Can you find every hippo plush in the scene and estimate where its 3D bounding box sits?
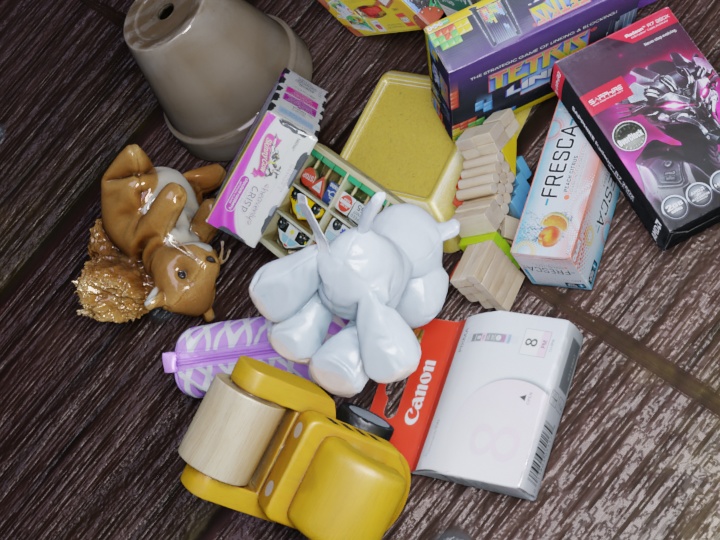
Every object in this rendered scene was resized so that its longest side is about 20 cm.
[{"bbox_3d":[0.000,0.000,1.098,0.159,0.201,0.161,1,22,28],"label":"hippo plush"}]

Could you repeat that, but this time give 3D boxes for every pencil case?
[{"bbox_3d":[-0.097,0.086,1.212,0.199,0.085,0.084,-11,90,29],"label":"pencil case"}]

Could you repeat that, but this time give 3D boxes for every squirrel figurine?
[{"bbox_3d":[-0.230,-0.013,1.347,0.200,0.141,0.187,-40,58,24],"label":"squirrel figurine"}]

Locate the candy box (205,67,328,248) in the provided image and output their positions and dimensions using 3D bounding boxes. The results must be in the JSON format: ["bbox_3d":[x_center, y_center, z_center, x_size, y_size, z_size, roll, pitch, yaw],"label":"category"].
[{"bbox_3d":[-0.096,-0.125,1.265,0.137,0.061,0.200,-58,11,19],"label":"candy box"}]

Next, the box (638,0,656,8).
[{"bbox_3d":[0.295,-0.344,1.258,0.199,0.039,0.137,-22,52,20],"label":"box"}]

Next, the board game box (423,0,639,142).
[{"bbox_3d":[0.165,-0.216,1.147,0.199,0.165,0.057,-25,74,-1],"label":"board game box"}]

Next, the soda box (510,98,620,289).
[{"bbox_3d":[0.208,-0.086,1.136,0.063,0.068,0.201,7,66,33],"label":"soda box"}]

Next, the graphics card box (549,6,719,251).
[{"bbox_3d":[0.275,-0.131,1.078,0.125,0.051,0.200,-26,69,-6],"label":"graphics card box"}]

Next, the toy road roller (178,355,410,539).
[{"bbox_3d":[-0.046,0.173,1.040,0.123,0.200,0.146,-63,25,3],"label":"toy road roller"}]

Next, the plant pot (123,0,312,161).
[{"bbox_3d":[-0.183,-0.258,1.419,0.199,0.174,0.201,-15,56,23],"label":"plant pot"}]

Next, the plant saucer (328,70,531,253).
[{"bbox_3d":[0.058,-0.132,1.273,0.199,0.048,0.201,15,72,38],"label":"plant saucer"}]

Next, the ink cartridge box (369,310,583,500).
[{"bbox_3d":[0.091,0.115,1.104,0.199,0.057,0.163,8,67,30],"label":"ink cartridge box"}]

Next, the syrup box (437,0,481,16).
[{"bbox_3d":[0.129,-0.293,1.225,0.079,0.200,0.082,29,80,39],"label":"syrup box"}]

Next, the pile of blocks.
[{"bbox_3d":[0.124,-0.056,1.168,0.062,0.082,0.201,-9,68,48],"label":"pile of blocks"}]

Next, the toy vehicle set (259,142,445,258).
[{"bbox_3d":[-0.012,-0.036,1.234,0.200,0.026,0.125,37,104,35],"label":"toy vehicle set"}]

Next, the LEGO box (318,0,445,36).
[{"bbox_3d":[0.052,-0.348,1.337,0.149,0.077,0.200,-55,24,-7],"label":"LEGO box"}]
